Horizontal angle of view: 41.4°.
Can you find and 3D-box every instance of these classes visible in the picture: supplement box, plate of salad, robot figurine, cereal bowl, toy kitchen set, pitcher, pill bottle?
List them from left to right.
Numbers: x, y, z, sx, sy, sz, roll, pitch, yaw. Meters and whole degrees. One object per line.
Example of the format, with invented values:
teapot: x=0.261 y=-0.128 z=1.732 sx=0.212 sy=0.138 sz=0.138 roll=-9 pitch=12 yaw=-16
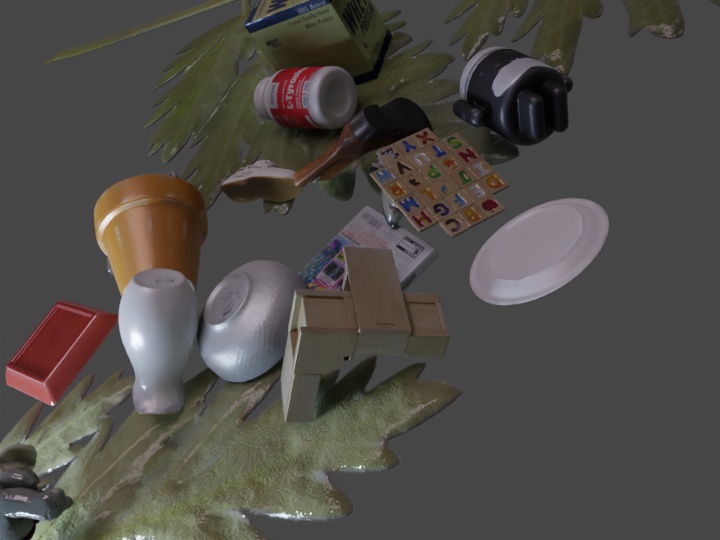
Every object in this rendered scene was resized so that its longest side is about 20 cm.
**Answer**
pitcher: x=-0.316 y=0.095 z=1.482 sx=0.119 sy=0.203 sz=0.172 roll=-2 pitch=23 yaw=-18
cereal bowl: x=-0.179 y=0.064 z=1.459 sx=0.198 sy=0.083 sz=0.202 roll=-26 pitch=41 yaw=25
pill bottle: x=-0.109 y=-0.325 z=1.800 sx=0.198 sy=0.113 sz=0.113 roll=9 pitch=57 yaw=45
supplement box: x=-0.080 y=-0.467 z=1.848 sx=0.198 sy=0.200 sz=0.136 roll=-11 pitch=45 yaw=32
toy kitchen set: x=-0.005 y=0.088 z=1.316 sx=0.197 sy=0.182 sz=0.164 roll=2 pitch=41 yaw=-13
robot figurine: x=0.233 y=-0.262 z=1.440 sx=0.200 sy=0.149 sz=0.126 roll=45 pitch=113 yaw=52
plate of salad: x=0.235 y=-0.020 z=1.246 sx=0.198 sy=0.048 sz=0.201 roll=-28 pitch=28 yaw=16

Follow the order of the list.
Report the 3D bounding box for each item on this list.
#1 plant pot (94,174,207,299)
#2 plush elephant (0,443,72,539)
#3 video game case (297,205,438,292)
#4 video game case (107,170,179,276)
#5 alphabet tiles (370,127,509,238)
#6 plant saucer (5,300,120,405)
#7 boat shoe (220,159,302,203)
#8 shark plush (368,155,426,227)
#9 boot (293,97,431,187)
plant pot: x=-0.358 y=-0.032 z=1.659 sx=0.198 sy=0.200 sz=0.185 roll=-26 pitch=54 yaw=16
plush elephant: x=-0.506 y=0.353 z=1.418 sx=0.197 sy=0.167 sz=0.155 roll=14 pitch=14 yaw=11
video game case: x=0.000 y=0.000 z=1.444 sx=0.182 sy=0.024 sz=0.200 roll=-45 pitch=38 yaw=-7
video game case: x=-0.434 y=-0.098 z=1.914 sx=0.181 sy=0.022 sz=0.201 roll=-33 pitch=36 yaw=8
alphabet tiles: x=0.117 y=-0.134 z=1.408 sx=0.165 sy=0.006 sz=0.201 roll=-26 pitch=56 yaw=-21
plant saucer: x=-0.562 y=0.139 z=1.764 sx=0.198 sy=0.037 sz=0.201 roll=10 pitch=58 yaw=44
boat shoe: x=-0.173 y=-0.170 z=1.726 sx=0.198 sy=0.071 sz=0.070 roll=2 pitch=54 yaw=43
shark plush: x=0.042 y=-0.145 z=1.509 sx=0.089 sy=0.085 sz=0.200 roll=-4 pitch=26 yaw=-13
boot: x=0.007 y=-0.201 z=1.602 sx=0.187 sy=0.069 sz=0.199 roll=-24 pitch=-10 yaw=-48
